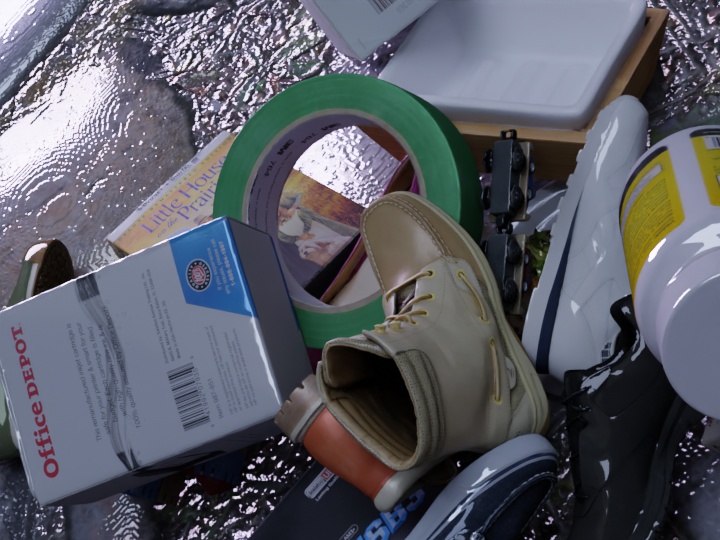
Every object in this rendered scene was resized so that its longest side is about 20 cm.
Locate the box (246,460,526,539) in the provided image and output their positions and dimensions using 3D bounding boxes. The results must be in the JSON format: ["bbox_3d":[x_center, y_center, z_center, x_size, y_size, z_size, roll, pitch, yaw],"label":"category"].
[{"bbox_3d":[0.005,0.224,1.035,0.200,0.050,0.198,-47,51,-8],"label":"box"}]

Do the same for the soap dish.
[{"bbox_3d":[0.120,-0.142,1.177,0.200,0.081,0.157,8,49,33],"label":"soap dish"}]

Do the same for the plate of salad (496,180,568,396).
[{"bbox_3d":[0.174,-0.003,1.094,0.200,0.048,0.200,-14,53,20],"label":"plate of salad"}]

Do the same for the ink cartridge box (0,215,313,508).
[{"bbox_3d":[-0.146,0.068,1.092,0.200,0.084,0.145,-22,76,16],"label":"ink cartridge box"}]

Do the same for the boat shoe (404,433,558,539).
[{"bbox_3d":[0.067,0.198,0.950,0.200,0.071,0.091,-45,53,0],"label":"boat shoe"}]

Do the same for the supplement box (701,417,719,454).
[{"bbox_3d":[0.294,0.046,0.904,0.073,0.200,0.126,27,69,-8],"label":"supplement box"}]

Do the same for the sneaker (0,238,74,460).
[{"bbox_3d":[-0.299,0.067,1.288,0.090,0.067,0.200,-10,58,16],"label":"sneaker"}]

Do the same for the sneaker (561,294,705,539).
[{"bbox_3d":[0.161,0.108,0.978,0.091,0.076,0.200,26,80,-7],"label":"sneaker"}]

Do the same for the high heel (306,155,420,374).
[{"bbox_3d":[0.000,0.000,1.154,0.200,0.096,0.067,-43,50,-4],"label":"high heel"}]

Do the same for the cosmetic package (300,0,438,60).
[{"bbox_3d":[0.010,-0.236,1.251,0.113,0.081,0.200,-39,12,1],"label":"cosmetic package"}]

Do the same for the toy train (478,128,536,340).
[{"bbox_3d":[0.103,-0.001,1.079,0.034,0.046,0.200,-3,77,34],"label":"toy train"}]

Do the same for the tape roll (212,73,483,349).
[{"bbox_3d":[-0.011,-0.041,1.120,0.200,0.048,0.201,-2,85,26],"label":"tape roll"}]

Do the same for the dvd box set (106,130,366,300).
[{"bbox_3d":[-0.096,-0.028,1.255,0.146,0.029,0.200,-44,48,-17],"label":"dvd box set"}]

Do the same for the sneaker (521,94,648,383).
[{"bbox_3d":[0.171,-0.017,1.034,0.080,0.076,0.200,15,93,20],"label":"sneaker"}]

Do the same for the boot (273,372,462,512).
[{"bbox_3d":[0.037,0.098,1.049,0.107,0.200,0.075,41,124,15],"label":"boot"}]

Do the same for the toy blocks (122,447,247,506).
[{"bbox_3d":[-0.159,0.116,1.177,0.200,0.100,0.137,7,74,31],"label":"toy blocks"}]

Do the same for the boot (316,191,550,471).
[{"bbox_3d":[0.025,0.034,0.980,0.073,0.155,0.200,-38,69,32],"label":"boot"}]

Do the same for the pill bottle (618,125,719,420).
[{"bbox_3d":[0.213,-0.001,0.894,0.114,0.114,0.200,-21,21,15],"label":"pill bottle"}]
